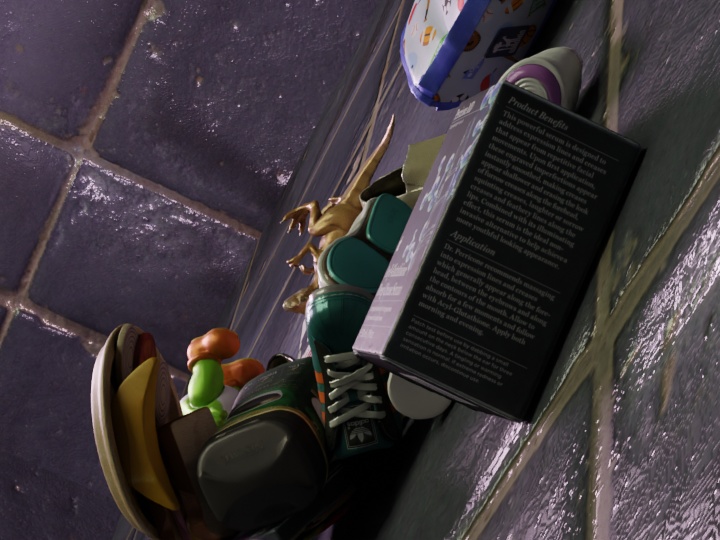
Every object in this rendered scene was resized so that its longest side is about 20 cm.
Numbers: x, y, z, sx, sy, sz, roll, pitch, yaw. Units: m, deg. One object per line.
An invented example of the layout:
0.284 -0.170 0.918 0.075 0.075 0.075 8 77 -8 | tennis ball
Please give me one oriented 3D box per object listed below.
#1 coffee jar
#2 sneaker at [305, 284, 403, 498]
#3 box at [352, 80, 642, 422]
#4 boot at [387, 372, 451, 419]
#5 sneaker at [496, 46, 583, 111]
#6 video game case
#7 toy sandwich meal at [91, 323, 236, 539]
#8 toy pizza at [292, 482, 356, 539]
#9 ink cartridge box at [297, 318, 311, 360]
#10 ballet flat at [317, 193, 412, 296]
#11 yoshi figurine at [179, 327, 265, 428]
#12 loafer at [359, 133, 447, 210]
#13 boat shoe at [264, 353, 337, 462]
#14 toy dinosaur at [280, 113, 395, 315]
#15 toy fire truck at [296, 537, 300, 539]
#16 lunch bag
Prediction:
-0.069 0.143 1.677 0.104 0.086 0.200 -23 9 14 | coffee jar
0.001 0.099 1.604 0.080 0.071 0.201 -93 -10 -45 | sneaker
0.089 -0.012 1.369 0.148 0.107 0.201 169 125 -82 | box
0.070 0.012 1.547 0.091 0.072 0.201 -79 12 -59 | boot
0.123 -0.089 1.594 0.100 0.075 0.201 -43 -15 -56 | sneaker
-0.097 0.222 1.718 0.199 0.019 0.143 -29 6 38 | video game case
-0.158 0.139 1.676 0.205 0.070 0.207 -13 -90 -77 | toy sandwich meal
-0.072 0.230 1.778 0.199 0.032 0.200 -33 4 3 | toy pizza
0.006 0.046 1.857 0.145 0.084 0.200 -61 8 18 | ink cartridge box
0.000 0.000 1.679 0.070 0.069 0.200 -62 -2 27 | ballet flat
-0.120 0.156 1.893 0.112 0.112 0.201 116 163 -52 | yoshi figurine
0.071 -0.086 1.758 0.200 0.068 0.076 -41 20 31 | loafer
-0.062 0.136 1.864 0.072 0.066 0.201 -36 19 7 | boat shoe
-0.015 -0.050 1.861 0.106 0.060 0.201 24 91 57 | toy dinosaur
-0.128 0.237 2.050 0.200 0.128 0.177 -46 39 50 | toy fire truck
0.119 -0.258 1.898 0.171 0.123 0.200 -60 2 34 | lunch bag
